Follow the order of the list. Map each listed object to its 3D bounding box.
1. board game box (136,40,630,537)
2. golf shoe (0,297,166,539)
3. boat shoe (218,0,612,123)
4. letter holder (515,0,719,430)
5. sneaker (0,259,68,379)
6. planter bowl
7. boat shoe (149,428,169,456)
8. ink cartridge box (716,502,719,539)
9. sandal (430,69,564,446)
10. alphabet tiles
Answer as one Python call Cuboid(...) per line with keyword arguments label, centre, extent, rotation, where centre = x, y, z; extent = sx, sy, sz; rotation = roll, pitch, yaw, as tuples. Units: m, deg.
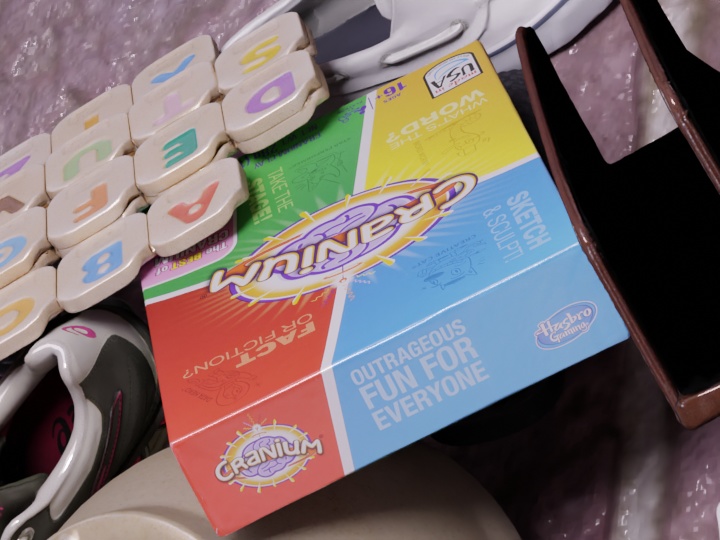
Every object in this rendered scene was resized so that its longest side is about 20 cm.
Cuboid(label="board game box", centre=(0.000, 0.000, 1.055), extent=(0.153, 0.040, 0.200), rotation=(-26, 25, 3))
Cuboid(label="golf shoe", centre=(-0.139, 0.101, 1.130), extent=(0.077, 0.088, 0.200), rotation=(28, 99, 17))
Cuboid(label="boat shoe", centre=(0.027, -0.110, 1.207), extent=(0.200, 0.065, 0.074), rotation=(-34, 49, 24))
Cuboid(label="letter holder", centre=(0.104, -0.067, 0.994), extent=(0.100, 0.142, 0.200), rotation=(-29, 22, 10))
Cuboid(label="sneaker", centre=(-0.138, 0.064, 1.249), extent=(0.074, 0.089, 0.200), rotation=(0, 61, 16))
Cuboid(label="planter bowl", centre=(-0.047, 0.146, 1.046), extent=(0.200, 0.135, 0.201), rotation=(-5, 80, 30))
Cuboid(label="boat shoe", centre=(-0.048, 0.074, 1.179), extent=(0.066, 0.074, 0.200), rotation=(42, 104, 20))
Cuboid(label="ink cartridge box", centre=(0.186, 0.088, 0.955), extent=(0.200, 0.068, 0.115), rotation=(-21, 56, 32))
Cuboid(label="sandal", centre=(0.048, -0.001, 1.134), extent=(0.075, 0.045, 0.200), rotation=(-17, 41, 17))
Cuboid(label="alphabet tiles", centre=(-0.103, -0.034, 1.163), extent=(0.200, 0.015, 0.196), rotation=(-30, 23, 7))
